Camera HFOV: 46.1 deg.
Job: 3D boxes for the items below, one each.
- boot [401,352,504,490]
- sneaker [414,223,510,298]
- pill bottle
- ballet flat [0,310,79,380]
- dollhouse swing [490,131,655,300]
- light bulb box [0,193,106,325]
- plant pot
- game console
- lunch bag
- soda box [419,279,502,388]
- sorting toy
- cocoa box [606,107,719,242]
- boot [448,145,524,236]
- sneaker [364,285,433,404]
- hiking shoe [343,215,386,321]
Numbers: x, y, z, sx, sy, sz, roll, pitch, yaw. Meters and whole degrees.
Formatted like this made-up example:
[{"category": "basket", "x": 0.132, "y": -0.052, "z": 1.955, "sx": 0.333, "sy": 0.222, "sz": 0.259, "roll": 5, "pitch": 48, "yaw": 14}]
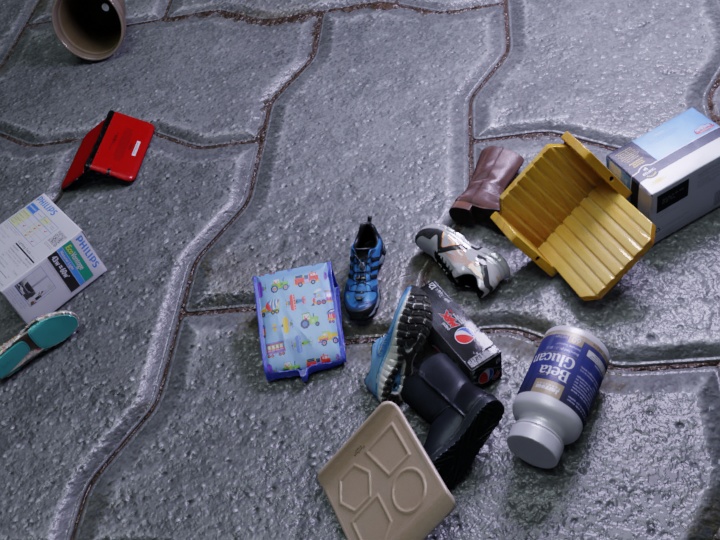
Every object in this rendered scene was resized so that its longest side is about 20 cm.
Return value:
[{"category": "boot", "x": 0.116, "y": 0.243, "z": 1.337, "sx": 0.201, "sy": 0.076, "sz": 0.168, "roll": -52, "pitch": 36, "yaw": -3}, {"category": "sneaker", "x": 0.172, "y": -0.020, "z": 1.544, "sx": 0.198, "sy": 0.074, "sz": 0.080, "roll": 28, "pitch": 64, "yaw": 34}, {"category": "pill bottle", "x": 0.299, "y": 0.194, "z": 1.294, "sx": 0.110, "sy": 0.112, "sz": 0.201, "roll": 15, "pitch": 56, "yaw": 27}, {"category": "ballet flat", "x": -0.651, "y": 0.135, "z": 1.666, "sx": 0.199, "sy": 0.076, "sz": 0.064, "roll": -34, "pitch": 33, "yaw": -18}, {"category": "dollhouse swing", "x": 0.362, "y": -0.085, "z": 1.434, "sx": 0.200, "sy": 0.181, "sz": 0.176, "roll": -47, "pitch": 25, "yaw": 15}, {"category": "light bulb box", "x": -0.677, "y": -0.023, "z": 1.770, "sx": 0.199, "sy": 0.126, "sz": 0.197, "roll": -40, "pitch": 50, "yaw": -19}, {"category": "plant pot", "x": -0.733, "y": -0.711, "z": 2.358, "sx": 0.196, "sy": 0.203, "sz": 0.175, "roll": -9, "pitch": 30, "yaw": 9}, {"category": "game console", "x": -0.606, "y": -0.273, "z": 2.037, "sx": 0.170, "sy": 0.119, "sz": 0.202, "roll": 17, "pitch": 50, "yaw": -10}, {"category": "lunch bag", "x": -0.107, "y": 0.102, "z": 1.524, "sx": 0.148, "sy": 0.095, "sz": 0.203, "roll": -11, "pitch": 57, "yaw": 4}, {"category": "soda box", "x": 0.158, "y": 0.110, "z": 1.435, "sx": 0.063, "sy": 0.071, "sz": 0.200, "roll": -27, "pitch": 48, "yaw": -14}, {"category": "sorting toy", "x": 0.037, "y": 0.329, "z": 1.268, "sx": 0.186, "sy": 0.036, "sz": 0.201, "roll": -49, "pitch": 49, "yaw": 15}, {"category": "cocoa box", "x": 0.556, "y": -0.170, "z": 1.514, "sx": 0.198, "sy": 0.134, "sz": 0.132, "roll": -28, "pitch": 47, "yaw": -9}, {"category": "boot", "x": 0.288, "y": -0.163, "z": 1.646, "sx": 0.184, "sy": 0.065, "sz": 0.201, "roll": 17, "pitch": 52, "yaw": 26}, {"category": "sneaker", "x": 0.052, "y": 0.118, "z": 1.418, "sx": 0.089, "sy": 0.078, "sz": 0.203, "roll": 21, "pitch": 91, "yaw": 49}, {"category": "hiking shoe", "x": 0.000, "y": 0.000, "z": 1.569, "sx": 0.073, "sy": 0.087, "sz": 0.202, "roll": -4, "pitch": 49, "yaw": 13}]
